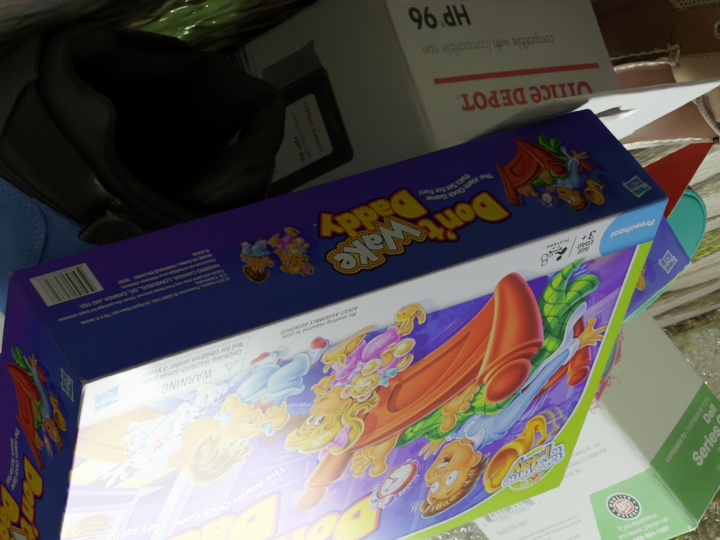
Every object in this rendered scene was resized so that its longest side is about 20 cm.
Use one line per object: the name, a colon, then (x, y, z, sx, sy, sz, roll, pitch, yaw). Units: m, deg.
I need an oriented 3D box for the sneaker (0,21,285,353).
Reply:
sneaker: (-0.051, -0.004, 0.775, 0.111, 0.077, 0.200, -27, 132, 31)

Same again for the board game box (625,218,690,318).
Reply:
board game box: (0.023, 0.031, 1.057, 0.200, 0.045, 0.134, -39, -159, -12)

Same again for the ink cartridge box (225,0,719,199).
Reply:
ink cartridge box: (0.009, -0.052, 0.859, 0.200, 0.068, 0.116, -25, 172, 39)

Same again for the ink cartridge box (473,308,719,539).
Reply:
ink cartridge box: (0.097, 0.065, 1.424, 0.145, 0.200, 0.088, -29, -164, 48)

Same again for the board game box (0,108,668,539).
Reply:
board game box: (-0.013, 0.036, 0.758, 0.199, 0.045, 0.135, -18, 142, -30)

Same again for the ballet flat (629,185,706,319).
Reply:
ballet flat: (0.088, 0.016, 1.261, 0.200, 0.067, 0.067, -43, -145, -22)

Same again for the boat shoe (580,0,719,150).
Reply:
boat shoe: (0.141, -0.071, 0.858, 0.199, 0.072, 0.076, -18, 144, 32)

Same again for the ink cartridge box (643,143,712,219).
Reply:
ink cartridge box: (0.059, -0.003, 1.196, 0.200, 0.057, 0.163, -33, -166, 45)
